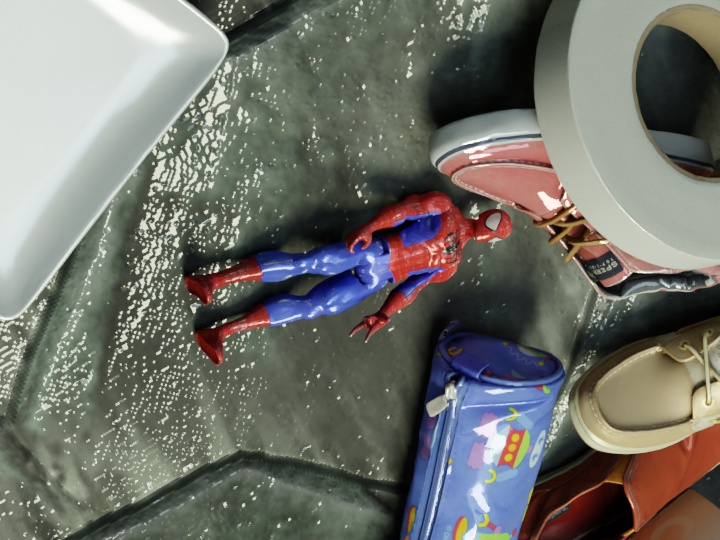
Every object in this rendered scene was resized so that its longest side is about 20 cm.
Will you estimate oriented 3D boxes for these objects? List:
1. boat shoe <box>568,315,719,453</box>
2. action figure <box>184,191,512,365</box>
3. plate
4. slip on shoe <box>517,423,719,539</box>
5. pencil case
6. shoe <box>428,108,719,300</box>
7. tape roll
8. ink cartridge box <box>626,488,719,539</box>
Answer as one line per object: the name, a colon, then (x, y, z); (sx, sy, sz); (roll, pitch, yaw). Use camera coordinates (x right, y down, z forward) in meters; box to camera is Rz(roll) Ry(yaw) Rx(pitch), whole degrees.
boat shoe: (0.226, 0.061, 1.327); (0.200, 0.069, 0.074); (-17, 76, -26)
action figure: (0.000, 0.000, 1.220); (0.200, 0.052, 0.065); (-20, 115, -20)
plate: (-0.199, -0.102, 1.087); (0.200, 0.032, 0.200); (38, 91, -33)
slip on shoe: (0.173, 0.142, 1.354); (0.200, 0.061, 0.074); (-28, 118, -15)
pencil case: (0.064, 0.136, 1.287); (0.087, 0.078, 0.200); (-2, 112, -44)
shoe: (0.133, -0.037, 1.233); (0.200, 0.071, 0.091); (5, 69, -31)
tape roll: (0.192, -0.101, 1.222); (0.203, 0.037, 0.203); (7, 77, -31)
ink cartridge box: (0.211, 0.243, 1.331); (0.162, 0.200, 0.050); (-37, 119, -8)
